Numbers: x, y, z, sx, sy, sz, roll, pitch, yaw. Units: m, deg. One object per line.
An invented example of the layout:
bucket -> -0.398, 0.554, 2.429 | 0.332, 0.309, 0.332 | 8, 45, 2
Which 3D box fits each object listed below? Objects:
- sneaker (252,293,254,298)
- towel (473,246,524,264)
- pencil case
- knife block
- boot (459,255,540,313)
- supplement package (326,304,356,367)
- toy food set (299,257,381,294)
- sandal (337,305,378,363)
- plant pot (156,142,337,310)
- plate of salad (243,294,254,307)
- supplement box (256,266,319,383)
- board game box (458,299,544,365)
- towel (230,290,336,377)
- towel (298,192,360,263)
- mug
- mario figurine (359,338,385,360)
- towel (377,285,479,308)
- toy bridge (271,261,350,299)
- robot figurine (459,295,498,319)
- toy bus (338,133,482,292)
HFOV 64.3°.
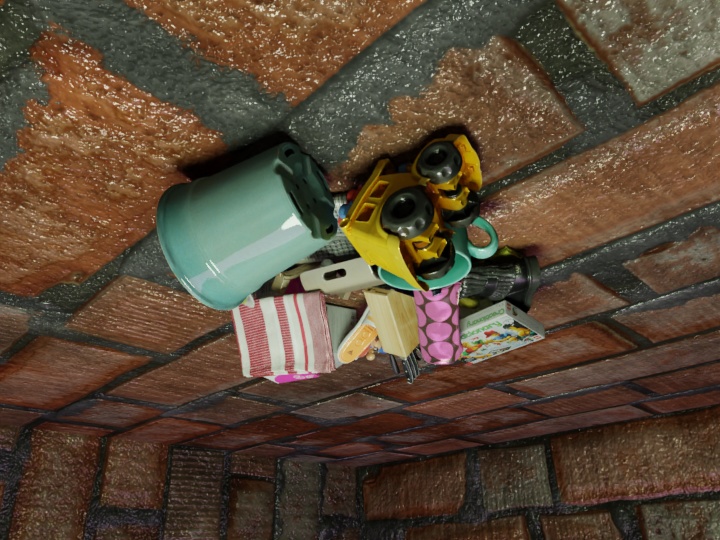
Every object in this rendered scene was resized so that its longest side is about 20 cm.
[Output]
sneaker -> -0.231, -0.006, 1.069 | 0.079, 0.078, 0.201 | 13, 150, -5
towel -> 0.239, 0.003, 1.173 | 0.085, 0.018, 0.199 | 16, 148, -41
pencil case -> 0.151, 0.087, 1.077 | 0.092, 0.091, 0.202 | 2, 130, 16
knife block -> 0.075, 0.137, 1.181 | 0.063, 0.179, 0.199 | 7, 172, 40
boot -> 0.256, 0.037, 1.131 | 0.155, 0.081, 0.212 | -9, 151, 0
supplement package -> -0.120, 0.145, 1.317 | 0.197, 0.119, 0.117 | 12, 153, -25
toy food set -> 0.000, 0.000, 1.056 | 0.141, 0.062, 0.199 | -14, 175, 29
sandal -> 0.033, 0.131, 1.245 | 0.079, 0.059, 0.208 | 33, 97, -39
plant pot -> -0.149, -0.072, 0.821 | 0.194, 0.203, 0.200 | -23, 147, 23
plate of salad -> -0.257, -0.003, 0.979 | 0.199, 0.048, 0.201 | 37, 158, 17
supplement box -> -0.147, 0.112, 1.154 | 0.099, 0.204, 0.103 | -11, 152, 20
board game box -> 0.255, 0.131, 1.166 | 0.125, 0.035, 0.199 | 28, 140, -29
towel -> -0.145, 0.118, 1.039 | 0.197, 0.147, 0.023 | -8, -175, 24
towel -> -0.060, -0.064, 0.999 | 0.189, 0.035, 0.201 | -6, 154, 8
mug -> 0.116, -0.050, 0.947 | 0.181, 0.116, 0.152 | 5, 152, -15
mario figurine -> 0.051, 0.196, 1.434 | 0.198, 0.106, 0.125 | 13, 117, -41
towel -> 0.136, 0.047, 1.184 | 0.197, 0.023, 0.143 | 16, 174, -31
toy bridge -> -0.082, 0.017, 1.125 | 0.198, 0.027, 0.068 | 7, 111, -48
robot figurine -> 0.228, 0.118, 1.286 | 0.198, 0.115, 0.168 | -23, 163, 37
toy bus -> 0.058, -0.097, 0.827 | 0.190, 0.202, 0.136 | 19, 160, 38
